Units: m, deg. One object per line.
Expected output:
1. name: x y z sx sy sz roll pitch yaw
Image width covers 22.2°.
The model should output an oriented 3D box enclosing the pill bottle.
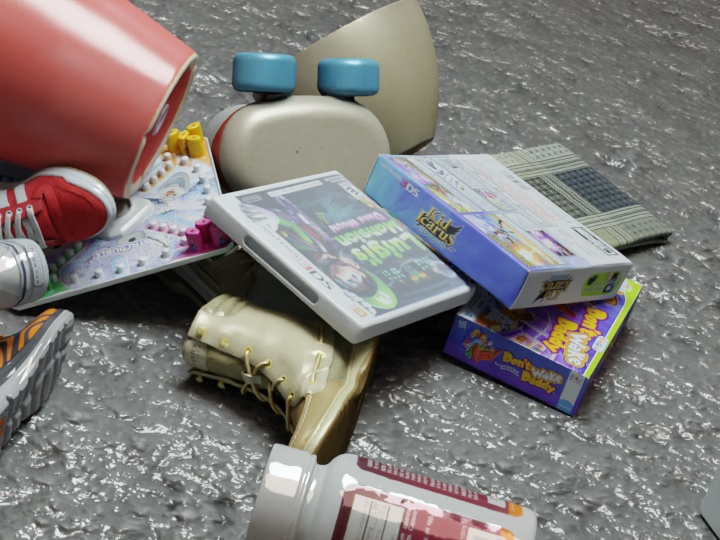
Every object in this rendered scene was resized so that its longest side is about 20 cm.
1. pill bottle: 0.018 0.200 1.321 0.198 0.115 0.114 17 29 1

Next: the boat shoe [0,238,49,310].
1. boat shoe: -0.319 0.006 1.442 0.066 0.074 0.199 -10 -4 -37

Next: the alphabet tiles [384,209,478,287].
1. alphabet tiles: 0.086 -0.011 1.823 0.199 0.008 0.166 35 34 30

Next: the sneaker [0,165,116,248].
1. sneaker: -0.308 -0.033 1.548 0.198 0.072 0.113 -2 30 30

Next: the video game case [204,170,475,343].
1. video game case: -0.014 -0.017 1.600 0.181 0.023 0.199 40 27 20

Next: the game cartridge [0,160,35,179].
1. game cartridge: -0.320 -0.145 1.748 0.133 0.041 0.199 -31 37 -31

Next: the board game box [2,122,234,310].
1. board game box: -0.223 -0.054 1.638 0.198 0.026 0.201 -15 34 -3

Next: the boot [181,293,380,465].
1. boot: -0.076 0.093 1.501 0.154 0.073 0.201 15 36 6

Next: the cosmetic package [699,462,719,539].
1. cosmetic package: 0.367 0.214 1.477 0.080 0.114 0.200 3 30 -23

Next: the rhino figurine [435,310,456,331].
1. rhino figurine: 0.000 0.000 1.680 0.198 0.060 0.088 12 27 -36

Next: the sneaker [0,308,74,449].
1. sneaker: -0.301 0.073 1.415 0.111 0.078 0.200 21 30 7

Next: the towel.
1. towel: 0.210 -0.069 1.969 0.199 0.035 0.192 -11 43 -43

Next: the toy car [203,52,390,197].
1. toy car: -0.084 -0.115 1.799 0.175 0.187 0.199 0 5 -27

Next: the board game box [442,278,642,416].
1. board game box: 0.175 0.045 1.725 0.133 0.045 0.200 26 32 10

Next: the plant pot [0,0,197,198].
1. plant pot: -0.248 -0.166 1.595 0.176 0.202 0.201 26 30 0

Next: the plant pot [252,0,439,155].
1. plant pot: 0.005 -0.173 1.905 0.200 0.200 0.135 -27 86 -50

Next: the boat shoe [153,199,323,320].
1. boat shoe: -0.108 0.007 1.632 0.199 0.069 0.075 30 32 22

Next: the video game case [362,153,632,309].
1. video game case: 0.129 -0.040 1.717 0.200 0.046 0.180 40 25 31
